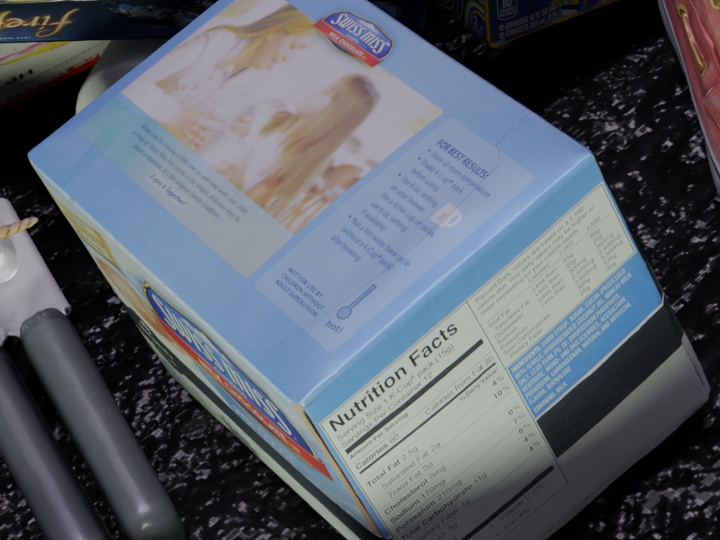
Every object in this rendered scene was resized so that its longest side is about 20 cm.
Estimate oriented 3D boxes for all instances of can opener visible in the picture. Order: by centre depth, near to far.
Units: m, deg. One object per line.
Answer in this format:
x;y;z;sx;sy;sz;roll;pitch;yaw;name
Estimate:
-0.124;0.046;0.989;0.053;0.067;0.200;-30;49;-7;can opener

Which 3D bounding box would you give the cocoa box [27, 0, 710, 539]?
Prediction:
0.000;0.000;0.910;0.133;0.131;0.200;-40;43;-10;cocoa box

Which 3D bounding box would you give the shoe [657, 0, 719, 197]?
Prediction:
0.154;-0.085;0.957;0.071;0.091;0.200;-18;51;0;shoe

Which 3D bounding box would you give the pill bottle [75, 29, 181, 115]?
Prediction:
-0.036;-0.118;1.084;0.109;0.110;0.200;5;46;28;pill bottle

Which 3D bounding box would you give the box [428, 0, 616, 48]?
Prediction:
0.118;-0.164;1.068;0.200;0.064;0.070;-23;38;-22;box

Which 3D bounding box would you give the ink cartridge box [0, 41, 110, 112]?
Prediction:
-0.155;-0.125;1.131;0.116;0.200;0.067;-27;81;-6;ink cartridge box

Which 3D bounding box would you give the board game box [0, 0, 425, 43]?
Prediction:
-0.076;-0.158;1.009;0.199;0.035;0.136;-1;67;0;board game box

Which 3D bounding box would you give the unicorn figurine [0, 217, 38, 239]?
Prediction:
-0.208;0.064;0.941;0.200;0.074;0.138;-28;55;14;unicorn figurine
